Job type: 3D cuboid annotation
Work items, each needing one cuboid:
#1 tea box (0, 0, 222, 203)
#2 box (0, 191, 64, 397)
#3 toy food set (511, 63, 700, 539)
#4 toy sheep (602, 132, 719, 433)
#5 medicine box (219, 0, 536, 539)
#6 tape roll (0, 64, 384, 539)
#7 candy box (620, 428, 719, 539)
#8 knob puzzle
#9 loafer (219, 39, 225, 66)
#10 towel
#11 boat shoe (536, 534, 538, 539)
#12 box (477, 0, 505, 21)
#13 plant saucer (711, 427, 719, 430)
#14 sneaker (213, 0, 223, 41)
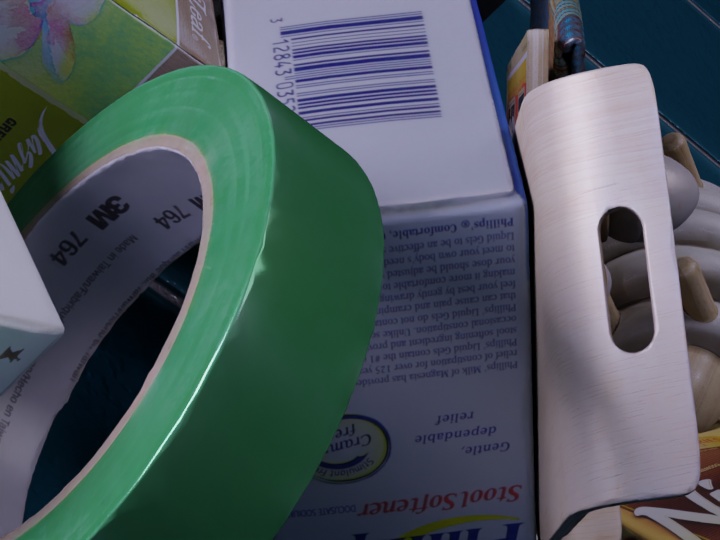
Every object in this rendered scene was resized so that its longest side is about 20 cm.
[{"bbox_3d":[-0.171,-0.138,0.919,0.196,0.134,0.201,33,27,-30],"label":"tea box"},{"bbox_3d":[-0.194,-0.027,0.709,0.097,0.124,0.201,16,38,-52],"label":"box"},{"bbox_3d":[0.091,0.022,0.854,0.200,0.060,0.145,90,-5,-78],"label":"toy food set"},{"bbox_3d":[0.160,0.009,1.233,0.138,0.138,0.201,36,41,-27],"label":"toy sheep"},{"bbox_3d":[0.006,0.006,0.918,0.183,0.102,0.201,-99,-177,-53],"label":"medicine box"},{"bbox_3d":[-0.078,0.033,0.721,0.048,0.200,0.201,34,26,-28],"label":"tape roll"},{"bbox_3d":[0.178,0.135,1.039,0.116,0.057,0.200,-10,19,-31],"label":"candy box"},{"bbox_3d":[0.071,-0.008,1.150,0.030,0.221,0.220,1,31,0],"label":"knob puzzle"},{"bbox_3d":[-0.039,-0.063,1.025,0.198,0.077,0.067,9,13,13],"label":"loafer"},{"bbox_3d":[0.096,-0.088,1.192,0.021,0.148,0.200,1,27,1],"label":"towel"},{"bbox_3d":[0.063,0.175,0.916,0.064,0.070,0.200,48,26,-18],"label":"boat shoe"},{"bbox_3d":[-0.041,-0.220,1.307,0.198,0.123,0.201,18,37,-53],"label":"box"},{"bbox_3d":[0.230,0.181,1.202,0.200,0.048,0.200,51,21,-19],"label":"plant saucer"},{"bbox_3d":[-0.003,-0.075,1.116,0.199,0.080,0.087,31,32,-40],"label":"sneaker"}]
